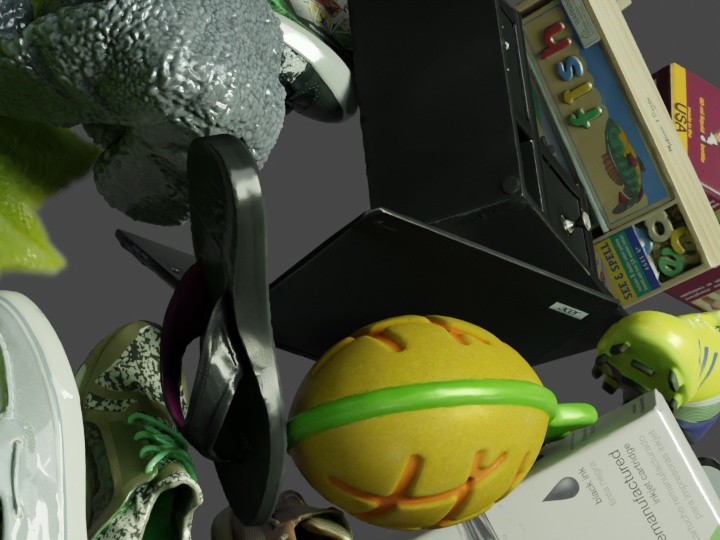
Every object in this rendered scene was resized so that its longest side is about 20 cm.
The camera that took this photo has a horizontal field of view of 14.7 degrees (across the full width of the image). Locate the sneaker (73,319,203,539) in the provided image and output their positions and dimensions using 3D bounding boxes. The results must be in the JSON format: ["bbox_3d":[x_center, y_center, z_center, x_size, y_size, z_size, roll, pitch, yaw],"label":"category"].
[{"bbox_3d":[-0.103,0.111,1.411,0.077,0.089,0.200,27,53,-34],"label":"sneaker"}]

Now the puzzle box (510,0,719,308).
[{"bbox_3d":[0.135,-0.073,1.716,0.025,0.133,0.200,-21,85,-44],"label":"puzzle box"}]

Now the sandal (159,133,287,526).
[{"bbox_3d":[-0.075,0.032,1.372,0.048,0.075,0.201,-13,109,-25],"label":"sandal"}]

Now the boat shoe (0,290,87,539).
[{"bbox_3d":[-0.179,0.104,1.353,0.071,0.070,0.201,7,67,-47],"label":"boat shoe"}]

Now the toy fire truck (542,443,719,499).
[{"bbox_3d":[0.114,0.142,1.605,0.200,0.129,0.176,34,49,-13],"label":"toy fire truck"}]

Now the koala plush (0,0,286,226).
[{"bbox_3d":[-0.089,-0.151,1.448,0.177,0.184,0.200,36,68,-25],"label":"koala plush"}]

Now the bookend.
[{"bbox_3d":[0.078,-0.073,1.645,0.200,0.092,0.199,46,32,-54],"label":"bookend"}]

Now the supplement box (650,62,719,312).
[{"bbox_3d":[0.231,-0.042,1.812,0.200,0.110,0.086,26,53,-35],"label":"supplement box"}]

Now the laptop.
[{"bbox_3d":[0.000,0.000,1.482,0.177,0.200,0.103,21,100,-37],"label":"laptop"}]

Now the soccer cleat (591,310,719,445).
[{"bbox_3d":[0.185,0.049,1.650,0.065,0.200,0.084,31,81,17],"label":"soccer cleat"}]

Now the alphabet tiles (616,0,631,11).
[{"bbox_3d":[0.090,-0.234,1.847,0.167,0.008,0.200,-38,98,-48],"label":"alphabet tiles"}]

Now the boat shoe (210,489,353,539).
[{"bbox_3d":[-0.033,0.156,1.417,0.076,0.074,0.200,62,10,-10],"label":"boat shoe"}]

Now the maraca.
[{"bbox_3d":[0.040,0.080,1.427,0.200,0.137,0.107,14,67,-59],"label":"maraca"}]

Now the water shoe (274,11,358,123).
[{"bbox_3d":[-0.092,-0.120,1.573,0.200,0.071,0.079,32,72,-26],"label":"water shoe"}]

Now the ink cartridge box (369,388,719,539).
[{"bbox_3d":[0.107,0.176,1.499,0.146,0.200,0.084,61,7,-2],"label":"ink cartridge box"}]

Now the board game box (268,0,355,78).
[{"bbox_3d":[-0.053,-0.184,1.635,0.200,0.023,0.105,36,38,-35],"label":"board game box"}]
